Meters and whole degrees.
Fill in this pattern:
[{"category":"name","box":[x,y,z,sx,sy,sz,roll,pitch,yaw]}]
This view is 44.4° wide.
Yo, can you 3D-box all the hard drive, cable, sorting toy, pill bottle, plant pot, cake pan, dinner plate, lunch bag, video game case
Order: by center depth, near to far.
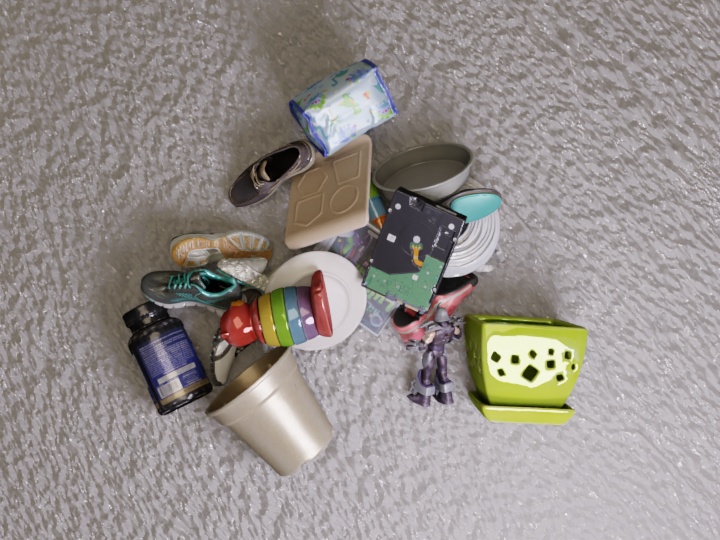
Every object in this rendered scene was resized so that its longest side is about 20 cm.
[{"category":"hard drive","box":[0.096,-0.034,1.609,0.138,0.038,0.202,24,113,9]},{"category":"plant pot","box":[-0.152,0.267,1.625,0.200,0.200,0.184,-38,97,-5]},{"category":"plant pot","box":[0.298,0.183,1.640,0.197,0.199,0.184,2,91,-3]},{"category":"pill bottle","box":[-0.366,0.159,1.655,0.111,0.112,0.202,-26,86,-4]},{"category":"dinner plate","box":[-0.083,0.062,1.660,0.197,0.024,0.203,-5,113,-11]},{"category":"sorting toy","box":[-0.057,-0.146,1.667,0.183,0.036,0.202,-17,55,27]},{"category":"cake pan","box":[0.120,-0.184,1.680,0.198,0.201,0.037,-18,120,-3]},{"category":"lunch bag","box":[-0.042,-0.318,1.681,0.169,0.200,0.128,-31,120,-4]},{"category":"video game case","box":[0.000,0.000,1.690,0.199,0.023,0.183,35,111,1]},{"category":"cable","box":[0.171,-0.087,1.708,0.197,0.069,0.203,-11,76,1]}]

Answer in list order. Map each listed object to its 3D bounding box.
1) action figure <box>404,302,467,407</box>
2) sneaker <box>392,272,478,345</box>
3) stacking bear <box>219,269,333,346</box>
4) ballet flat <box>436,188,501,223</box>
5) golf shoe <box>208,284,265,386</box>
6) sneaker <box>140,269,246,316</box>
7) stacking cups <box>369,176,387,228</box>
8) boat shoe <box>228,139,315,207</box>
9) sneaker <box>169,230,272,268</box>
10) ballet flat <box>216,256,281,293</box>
[{"category":"action figure","box":[0.139,0.155,1.661,0.129,0.069,0.203,-5,110,-29]},{"category":"sneaker","box":[0.148,0.074,1.713,0.199,0.074,0.087,-35,129,-18]},{"category":"stacking bear","box":[-0.156,0.084,1.585,0.197,0.122,0.115,-11,107,1]},{"category":"ballet flat","box":[0.163,-0.115,1.648,0.198,0.073,0.074,-24,86,4]},{"category":"golf shoe","box":[-0.231,0.126,1.681,0.093,0.078,0.203,13,85,-1]},{"category":"sneaker","box":[-0.305,0.025,1.616,0.197,0.092,0.078,8,59,-2]},{"category":"stacking cups","box":[0.026,-0.117,1.714,0.060,0.061,0.202,-25,82,-4]},{"category":"boat shoe","box":[-0.180,-0.191,1.693,0.199,0.073,0.075,-34,80,17]},{"category":"sneaker","box":[-0.270,-0.050,1.700,0.197,0.088,0.077,1,106,-24]},{"category":"ballet flat","box":[-0.178,0.013,1.673,0.199,0.072,0.072,29,83,-25]}]
